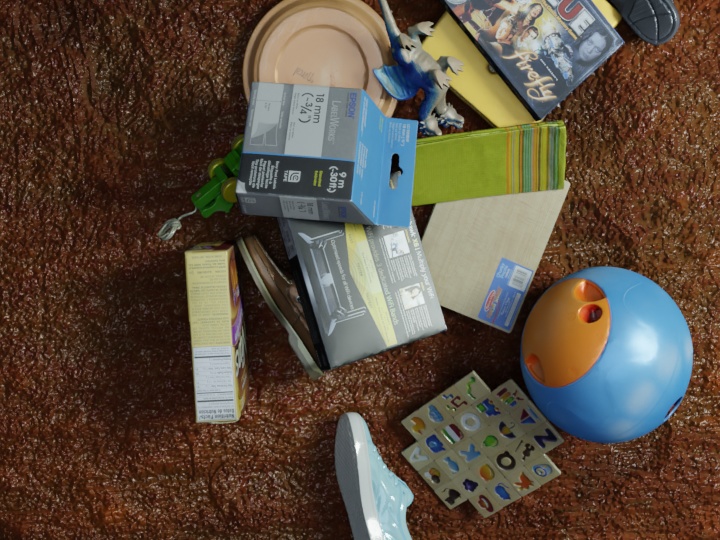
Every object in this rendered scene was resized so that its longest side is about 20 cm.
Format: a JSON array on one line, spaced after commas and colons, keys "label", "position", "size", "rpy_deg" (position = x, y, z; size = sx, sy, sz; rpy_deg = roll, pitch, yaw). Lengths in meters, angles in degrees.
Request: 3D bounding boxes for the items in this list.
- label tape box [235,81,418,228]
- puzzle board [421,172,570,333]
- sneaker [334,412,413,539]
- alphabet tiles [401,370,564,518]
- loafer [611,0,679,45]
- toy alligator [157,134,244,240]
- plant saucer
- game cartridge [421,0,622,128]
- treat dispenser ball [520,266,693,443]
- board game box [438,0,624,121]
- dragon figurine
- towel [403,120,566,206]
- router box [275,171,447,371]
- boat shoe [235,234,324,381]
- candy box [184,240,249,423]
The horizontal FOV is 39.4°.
[{"label": "label tape box", "position": [-0.035, -0.134, 1.152], "size": [0.195, 0.064, 0.147], "rpy_deg": [4, 68, 3]}, {"label": "puzzle board", "position": [0.156, -0.042, 1.256], "size": [0.148, 0.017, 0.204], "rpy_deg": [21, 97, -3]}, {"label": "sneaker", "position": [0.022, 0.274, 1.277], "size": [0.081, 0.074, 0.204], "rpy_deg": [-12, 92, -28]}, {"label": "alphabet tiles", "position": [0.147, 0.217, 1.242], "size": [0.167, 0.006, 0.199], "rpy_deg": [48, 124, -4]}, {"label": "loafer", "position": [0.315, -0.361, 1.204], "size": [0.071, 0.063, 0.202], "rpy_deg": [-33, 91, 34]}, {"label": "toy alligator", "position": [-0.162, -0.099, 1.235], "size": [0.200, 0.059, 0.054], "rpy_deg": [-45, 135, 5]}, {"label": "plant saucer", "position": [-0.047, -0.238, 1.227], "size": [0.196, 0.032, 0.205], "rpy_deg": [0, 96, 1]}, {"label": "game cartridge", "position": [0.190, -0.284, 1.222], "size": [0.176, 0.032, 0.201], "rpy_deg": [39, 93, -4]}, {"label": "treat dispenser ball", "position": [0.285, 0.098, 1.177], "size": [0.196, 0.201, 0.206], "rpy_deg": [0, 97, 0]}, {"label": "board game box", "position": [0.197, -0.299, 1.187], "size": [0.135, 0.035, 0.201], "rpy_deg": [-41, 94, 3]}, {"label": "dragon figurine", "position": [0.056, -0.240, 1.187], "size": [0.200, 0.099, 0.059], "rpy_deg": [45, 58, -9]}, {"label": "towel", "position": [0.151, -0.127, 1.216], "size": [0.195, 0.018, 0.088], "rpy_deg": [-7, 117, 0]}, {"label": "router box", "position": [0.000, 0.000, 1.206], "size": [0.154, 0.052, 0.204], "rpy_deg": [-16, 87, -18]}, {"label": "boat shoe", "position": [-0.081, 0.034, 1.245], "size": [0.067, 0.072, 0.202], "rpy_deg": [-31, 105, -1]}, {"label": "candy box", "position": [-0.171, 0.071, 1.221], "size": [0.055, 0.117, 0.205], "rpy_deg": [-2, 97, 1]}]
